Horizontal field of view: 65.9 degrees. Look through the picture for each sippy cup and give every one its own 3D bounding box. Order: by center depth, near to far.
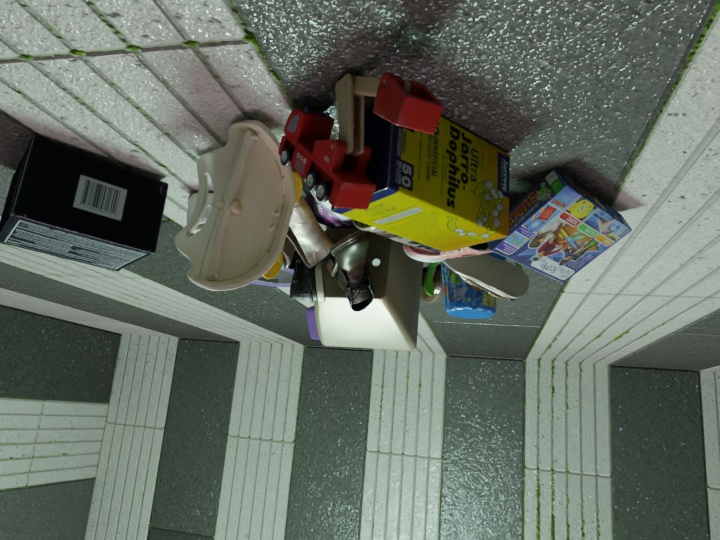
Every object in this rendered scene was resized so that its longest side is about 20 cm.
[{"bbox_3d":[0.214,0.021,1.068,0.136,0.134,0.178,9,165,-16],"label":"sippy cup"}]

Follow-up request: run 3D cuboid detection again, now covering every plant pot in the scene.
[{"bbox_3d":[0.006,0.023,1.055,0.195,0.204,0.178,1,156,15],"label":"plant pot"}]

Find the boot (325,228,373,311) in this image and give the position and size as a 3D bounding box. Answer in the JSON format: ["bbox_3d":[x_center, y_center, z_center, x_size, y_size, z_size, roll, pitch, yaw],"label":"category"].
[{"bbox_3d":[0.000,0.000,0.863,0.074,0.098,0.200,-26,172,-13],"label":"boot"}]

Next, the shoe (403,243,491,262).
[{"bbox_3d":[0.155,-0.056,0.885,0.195,0.073,0.091,-6,176,18],"label":"shoe"}]

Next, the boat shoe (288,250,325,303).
[{"bbox_3d":[-0.098,-0.017,0.941,0.064,0.202,0.076,-8,134,-3],"label":"boat shoe"}]

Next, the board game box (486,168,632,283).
[{"bbox_3d":[0.289,-0.056,0.807,0.197,0.035,0.135,18,129,-39],"label":"board game box"}]

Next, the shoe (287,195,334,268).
[{"bbox_3d":[-0.103,-0.078,0.815,0.070,0.053,0.201,35,166,46],"label":"shoe"}]

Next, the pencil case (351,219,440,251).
[{"bbox_3d":[0.075,-0.082,0.793,0.197,0.092,0.077,12,155,-44],"label":"pencil case"}]

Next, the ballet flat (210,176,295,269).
[{"bbox_3d":[-0.160,-0.093,0.854,0.067,0.068,0.202,-1,130,34],"label":"ballet flat"}]

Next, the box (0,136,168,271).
[{"bbox_3d":[-0.439,-0.092,0.873,0.197,0.126,0.196,18,160,-37],"label":"box"}]

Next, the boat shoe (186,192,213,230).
[{"bbox_3d":[-0.194,-0.085,0.925,0.195,0.071,0.071,2,164,8],"label":"boat shoe"}]

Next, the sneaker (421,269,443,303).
[{"bbox_3d":[0.131,0.040,1.297,0.074,0.072,0.200,10,165,-14],"label":"sneaker"}]

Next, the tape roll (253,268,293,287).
[{"bbox_3d":[-0.182,-0.030,1.107,0.195,0.087,0.200,5,165,1],"label":"tape roll"}]

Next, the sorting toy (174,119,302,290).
[{"bbox_3d":[-0.180,-0.082,0.730,0.178,0.205,0.106,14,177,40],"label":"sorting toy"}]

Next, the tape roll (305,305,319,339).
[{"bbox_3d":[-0.022,0.099,1.243,0.195,0.067,0.200,-9,-178,0],"label":"tape roll"}]

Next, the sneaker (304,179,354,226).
[{"bbox_3d":[-0.051,-0.103,0.807,0.112,0.074,0.200,1,166,27],"label":"sneaker"}]

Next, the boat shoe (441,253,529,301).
[{"bbox_3d":[0.198,-0.012,0.971,0.197,0.073,0.060,30,168,3],"label":"boat shoe"}]

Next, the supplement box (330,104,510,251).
[{"bbox_3d":[0.077,-0.106,0.664,0.197,0.112,0.108,15,163,-36],"label":"supplement box"}]

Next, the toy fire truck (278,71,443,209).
[{"bbox_3d":[-0.013,-0.143,0.566,0.048,0.143,0.200,1,-149,-37],"label":"toy fire truck"}]
